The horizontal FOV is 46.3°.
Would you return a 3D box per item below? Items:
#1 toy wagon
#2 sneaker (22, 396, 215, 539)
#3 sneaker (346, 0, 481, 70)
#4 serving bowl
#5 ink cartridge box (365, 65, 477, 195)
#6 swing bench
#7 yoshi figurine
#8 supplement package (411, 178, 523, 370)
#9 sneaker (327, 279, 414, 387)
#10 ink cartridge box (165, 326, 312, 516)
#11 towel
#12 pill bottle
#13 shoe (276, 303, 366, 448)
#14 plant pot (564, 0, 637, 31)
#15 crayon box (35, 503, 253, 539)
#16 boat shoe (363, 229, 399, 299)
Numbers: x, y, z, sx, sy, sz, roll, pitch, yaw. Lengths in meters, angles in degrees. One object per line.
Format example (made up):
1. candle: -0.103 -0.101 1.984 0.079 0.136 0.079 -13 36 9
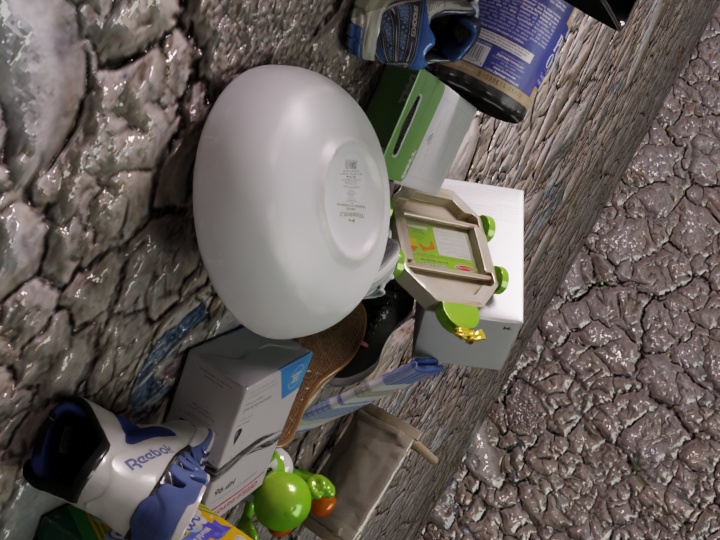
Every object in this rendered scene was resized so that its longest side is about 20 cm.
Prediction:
1. toy wagon: 0.090 -0.007 0.921 0.155 0.201 0.040 9 146 -30
2. sneaker: -0.173 0.132 0.612 0.081 0.115 0.199 -57 -170 -6
3. sneaker: 0.069 -0.216 0.737 0.200 0.085 0.077 -43 154 -45
4. serving bowl: -0.030 -0.050 0.610 0.200 0.066 0.201 1 89 -59
5. ink cartridge box: 0.045 -0.139 0.821 0.104 0.059 0.200 -65 161 9
6. swing bench: 0.005 0.319 1.276 0.199 0.130 0.200 -56 155 -13
7. yoshi figurine: -0.085 0.255 0.929 0.200 0.112 0.113 68 36 -61
8. supplement package: 0.133 0.004 1.043 0.117 0.117 0.201 100 -2 -55
9. sneaker: 0.010 0.049 0.996 0.200 0.071 0.099 -46 152 -47
10. ink cartridge box: -0.128 0.158 0.779 0.116 0.068 0.201 -22 138 -62
11. towel: -0.008 0.145 0.976 0.200 0.024 0.147 -26 168 14
12. pill bottle: 0.160 -0.264 0.866 0.200 0.112 0.112 -63 161 7
13. shoe: -0.063 0.103 0.907 0.053 0.070 0.200 -18 -150 54
14. plant pot: 0.163 -0.334 0.671 0.201 0.177 0.199 -65 161 15
15. crayon box: -0.139 0.243 0.662 0.126 0.200 0.052 -13 130 -66
16. boat shoe: -0.002 0.000 0.800 0.202 0.074 0.065 -85 176 -78
